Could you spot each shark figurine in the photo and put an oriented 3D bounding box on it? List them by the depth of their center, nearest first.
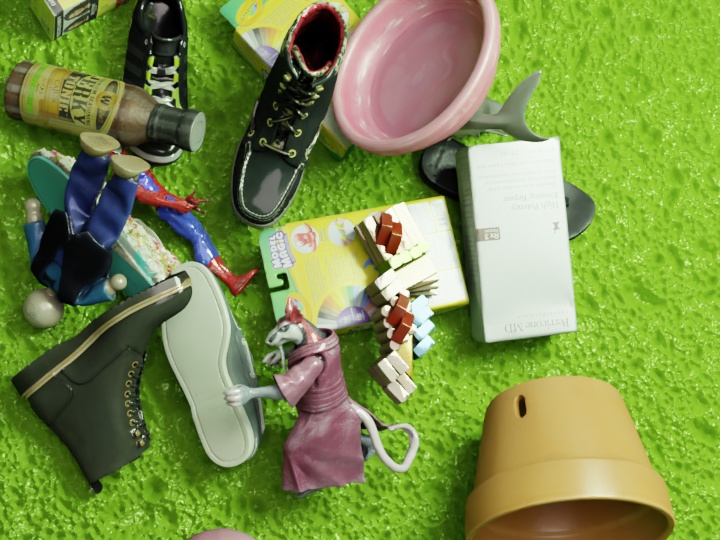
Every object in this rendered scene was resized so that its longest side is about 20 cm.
[{"bbox_3d":[0.110,-0.175,1.441,0.127,0.214,0.090,-4,98,-5],"label":"shark figurine"}]

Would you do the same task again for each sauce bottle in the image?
[{"bbox_3d":[-0.251,-0.159,1.400,0.199,0.065,0.065,12,73,12],"label":"sauce bottle"}]

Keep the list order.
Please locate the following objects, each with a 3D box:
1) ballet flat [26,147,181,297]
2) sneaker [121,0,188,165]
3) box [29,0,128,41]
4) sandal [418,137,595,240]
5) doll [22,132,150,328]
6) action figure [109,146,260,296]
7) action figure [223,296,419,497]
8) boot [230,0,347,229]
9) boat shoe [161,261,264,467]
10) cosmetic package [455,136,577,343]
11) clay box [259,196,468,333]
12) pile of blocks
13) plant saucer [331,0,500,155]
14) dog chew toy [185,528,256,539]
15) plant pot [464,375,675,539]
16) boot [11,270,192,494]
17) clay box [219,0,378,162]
[{"bbox_3d":[-0.250,-0.044,1.409,0.200,0.076,0.064,51,41,-1],"label":"ballet flat"},{"bbox_3d":[-0.210,-0.209,1.441,0.071,0.083,0.201,0,76,-12],"label":"sneaker"},{"bbox_3d":[-0.244,-0.313,1.467,0.200,0.075,0.050,-33,86,-19],"label":"box"},{"bbox_3d":[0.158,-0.083,1.512,0.199,0.043,0.076,19,73,-7],"label":"sandal"},{"bbox_3d":[-0.273,-0.032,1.355,0.136,0.048,0.201,34,113,19],"label":"doll"},{"bbox_3d":[-0.184,-0.058,1.420,0.200,0.065,0.052,40,99,-1],"label":"action figure"},{"bbox_3d":[-0.037,0.119,1.339,0.148,0.134,0.201,0,119,16],"label":"action figure"},{"bbox_3d":[-0.071,-0.152,1.377,0.073,0.154,0.205,21,75,-4],"label":"boot"},{"bbox_3d":[-0.140,0.089,1.383,0.072,0.062,0.201,-17,87,20],"label":"boat shoe"},{"bbox_3d":[0.159,-0.030,1.457,0.101,0.074,0.201,-7,90,-7],"label":"cosmetic package"},{"bbox_3d":[0.000,0.000,1.445,0.199,0.048,0.116,-10,80,-14],"label":"clay box"},{"bbox_3d":[0.046,0.028,1.385,0.082,0.062,0.201,-3,81,-14],"label":"pile of blocks"},{"bbox_3d":[0.061,-0.200,1.414,0.051,0.200,0.202,32,67,-43],"label":"plant saucer"},{"bbox_3d":[-0.178,0.302,1.303,0.199,0.125,0.125,-1,76,-4],"label":"dog chew toy"},{"bbox_3d":[0.195,0.194,1.383,0.199,0.200,0.141,3,59,-12],"label":"plant pot"},{"bbox_3d":[-0.214,0.104,1.349,0.200,0.077,0.139,-34,90,15],"label":"boot"},{"bbox_3d":[-0.046,-0.228,1.501,0.115,0.048,0.200,-41,87,-16],"label":"clay box"}]
